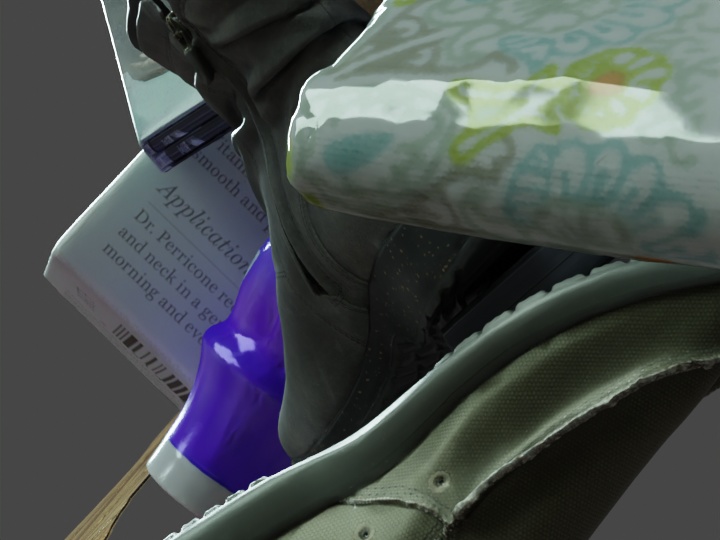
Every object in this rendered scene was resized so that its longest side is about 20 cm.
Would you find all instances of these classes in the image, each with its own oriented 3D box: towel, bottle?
[{"bbox_3d":[0.102,-0.063,0.654,0.170,0.048,0.200,5,36,31],"label":"towel"},{"bbox_3d":[0.000,0.000,1.047,0.200,0.065,0.084,-55,-8,5],"label":"bottle"}]

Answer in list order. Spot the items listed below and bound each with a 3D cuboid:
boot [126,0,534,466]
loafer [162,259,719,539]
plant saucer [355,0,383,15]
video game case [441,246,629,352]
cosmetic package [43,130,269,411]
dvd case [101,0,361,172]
[{"bbox_3d":[-0.014,-0.026,0.863,0.070,0.132,0.200,-36,-13,-27],"label":"boot"},{"bbox_3d":[0.033,0.063,0.777,0.200,0.070,0.075,-34,-18,17],"label":"loafer"},{"bbox_3d":[0.051,-0.102,0.954,0.200,0.032,0.201,-39,32,30],"label":"plant saucer"},{"bbox_3d":[0.122,-0.045,0.823,0.200,0.019,0.143,-27,-13,-48],"label":"video game case"},{"bbox_3d":[0.002,-0.018,1.176,0.200,0.165,0.165,-46,3,-7],"label":"cosmetic package"},{"bbox_3d":[-0.007,-0.135,1.099,0.199,0.022,0.146,-30,41,11],"label":"dvd case"}]
